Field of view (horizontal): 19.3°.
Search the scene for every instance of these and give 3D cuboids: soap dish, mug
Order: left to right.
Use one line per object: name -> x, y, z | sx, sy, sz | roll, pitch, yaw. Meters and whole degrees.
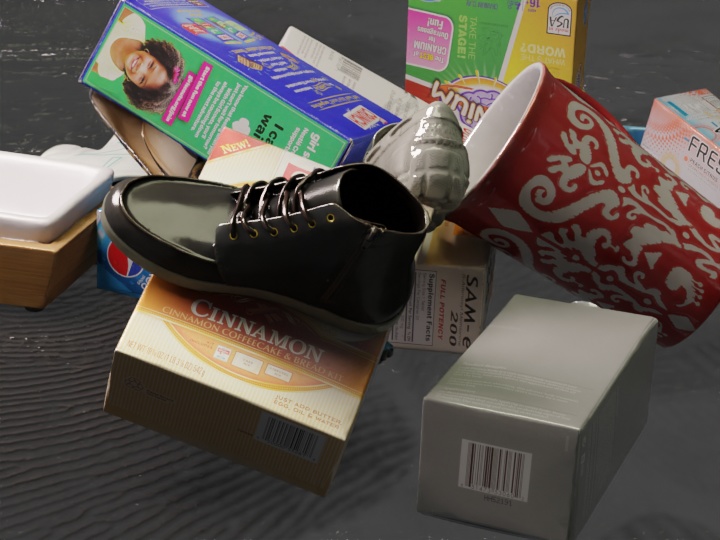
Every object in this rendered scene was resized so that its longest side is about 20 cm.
soap dish -> -0.298, -0.035, 1.651 | 0.199, 0.081, 0.157 | 7, 21, 13
mug -> 0.182, -0.058, 1.561 | 0.200, 0.178, 0.133 | 34, -26, -10

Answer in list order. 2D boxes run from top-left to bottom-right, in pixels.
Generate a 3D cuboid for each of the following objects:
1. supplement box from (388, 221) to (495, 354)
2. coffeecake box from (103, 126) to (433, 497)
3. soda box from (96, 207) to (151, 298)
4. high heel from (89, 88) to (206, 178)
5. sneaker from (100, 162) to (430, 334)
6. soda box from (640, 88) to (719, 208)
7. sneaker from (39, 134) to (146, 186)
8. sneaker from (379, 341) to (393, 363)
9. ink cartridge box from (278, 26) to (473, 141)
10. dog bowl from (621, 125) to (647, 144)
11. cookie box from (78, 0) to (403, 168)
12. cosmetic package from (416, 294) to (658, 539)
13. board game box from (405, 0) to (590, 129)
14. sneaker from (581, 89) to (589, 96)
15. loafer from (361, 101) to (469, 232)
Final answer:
supplement box -> 0.000, 0.000, 1.599 | 0.199, 0.074, 0.126 | 5, 22, 5
coffeecake box -> -0.056, 0.024, 1.366 | 0.153, 0.073, 0.200 | 21, 51, 1
soda box -> -0.135, -0.041, 1.699 | 0.064, 0.068, 0.200 | 12, 23, 22
high heel -> -0.156, -0.080, 1.589 | 0.142, 0.072, 0.200 | 23, 24, -2
sneaker -> -0.056, -0.037, 1.296 | 0.199, 0.106, 0.075 | 16, 52, -3
soda box -> 0.319, -0.072, 1.760 | 0.063, 0.069, 0.200 | -13, 41, -33
sneaker -> -0.193, -0.084, 1.824 | 0.080, 0.071, 0.200 | 25, 36, 27
sneaker -> -0.078, 0.036, 1.449 | 0.199, 0.096, 0.079 | -5, -17, -33
ink cartridge box -> 0.002, -0.103, 1.753 | 0.200, 0.083, 0.147 | 29, 21, -5
dog bowl -> 0.234, -0.094, 1.902 | 0.199, 0.050, 0.112 | 5, 21, 7
cookie box -> -0.082, -0.123, 1.571 | 0.200, 0.075, 0.171 | 32, 14, 10
cosmetic package -> 0.117, 0.090, 1.366 | 0.107, 0.090, 0.200 | 10, 20, 20
board game box -> 0.114, -0.150, 1.824 | 0.153, 0.201, 0.040 | 9, 23, 20
sneaker -> 0.156, -0.148, 2.000 | 0.090, 0.078, 0.200 | 21, 29, 24
loafer -> 0.034, -0.068, 1.488 | 0.070, 0.070, 0.200 | 6, -11, -15
